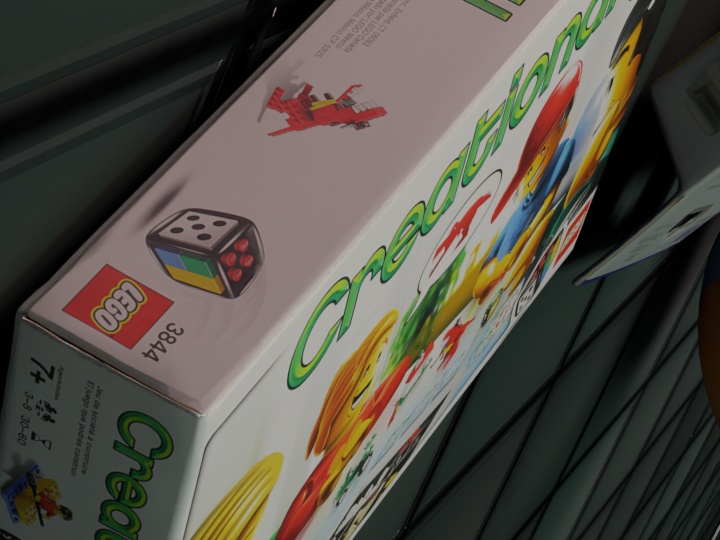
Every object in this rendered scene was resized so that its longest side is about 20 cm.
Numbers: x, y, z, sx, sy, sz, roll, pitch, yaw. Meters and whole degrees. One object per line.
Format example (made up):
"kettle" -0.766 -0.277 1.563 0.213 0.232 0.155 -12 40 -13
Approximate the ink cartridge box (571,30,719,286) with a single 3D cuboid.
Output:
"ink cartridge box" 0.160 -0.074 0.846 0.200 0.047 0.198 -34 174 15

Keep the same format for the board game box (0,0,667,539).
"board game box" 0.000 0.000 0.444 0.200 0.035 0.127 -50 163 -42

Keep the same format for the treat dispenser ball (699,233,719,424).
"treat dispenser ball" 0.251 0.027 1.110 0.201 0.200 0.201 -56 167 -20
